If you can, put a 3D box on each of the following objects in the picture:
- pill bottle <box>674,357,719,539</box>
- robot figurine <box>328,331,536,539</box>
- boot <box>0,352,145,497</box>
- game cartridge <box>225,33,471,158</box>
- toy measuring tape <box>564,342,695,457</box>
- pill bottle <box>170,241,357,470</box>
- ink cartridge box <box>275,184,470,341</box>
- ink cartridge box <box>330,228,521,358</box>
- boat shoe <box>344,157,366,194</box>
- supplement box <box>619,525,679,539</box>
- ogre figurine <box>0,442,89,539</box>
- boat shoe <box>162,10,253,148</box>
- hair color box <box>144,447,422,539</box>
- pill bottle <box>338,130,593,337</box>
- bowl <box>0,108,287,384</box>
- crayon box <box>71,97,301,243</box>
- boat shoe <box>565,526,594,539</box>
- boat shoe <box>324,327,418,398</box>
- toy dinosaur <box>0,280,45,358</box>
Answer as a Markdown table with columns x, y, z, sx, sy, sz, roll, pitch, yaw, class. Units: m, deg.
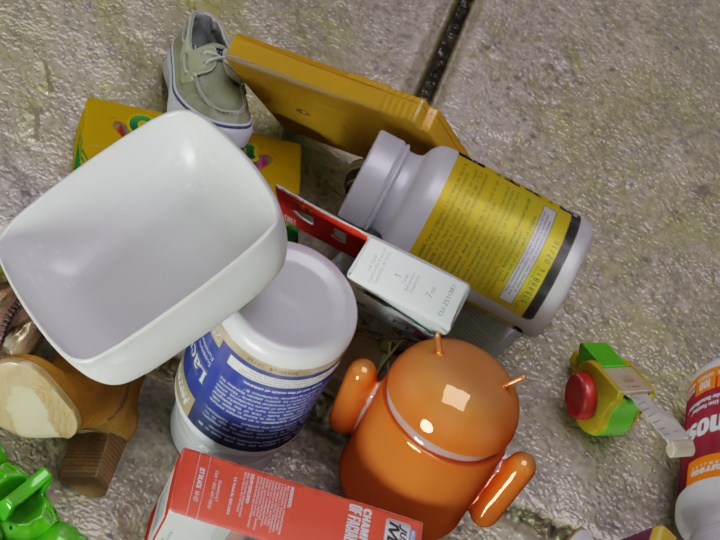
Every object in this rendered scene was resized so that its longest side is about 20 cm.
| x | y | z | sx | sy | sz | roll | pitch | yaw | class |
| --- | --- | --- | --- | --- | --- | --- | --- | --- | --- |
| 0.334 | 0.182 | 1.792 | 0.112 | 0.113 | 0.201 | 20 | 50 | -8 | pill bottle |
| 0.056 | 0.137 | 1.649 | 0.116 | 0.201 | 0.144 | -6 | 47 | -39 | robot figurine |
| -0.224 | 0.071 | 1.601 | 0.070 | 0.202 | 0.145 | 1 | 57 | 17 | boot |
| -0.004 | -0.138 | 1.815 | 0.199 | 0.176 | 0.033 | 19 | 79 | 21 | game cartridge |
| 0.231 | 0.130 | 1.792 | 0.073 | 0.074 | 0.200 | 0 | 27 | -23 | toy measuring tape |
| -0.084 | 0.077 | 1.638 | 0.115 | 0.200 | 0.116 | 11 | 51 | -14 | pill bottle |
| 0.000 | 0.000 | 1.683 | 0.173 | 0.200 | 0.044 | 26 | 84 | 2 | ink cartridge box |
| 0.051 | 0.032 | 1.841 | 0.200 | 0.047 | 0.160 | -40 | 77 | -21 | ink cartridge box |
| 0.070 | -0.031 | 1.810 | 0.199 | 0.072 | 0.072 | 28 | 62 | -2 | boat shoe |
| 0.253 | 0.321 | 1.626 | 0.200 | 0.103 | 0.131 | 44 | 47 | -15 | supplement box |
| -0.281 | 0.201 | 1.535 | 0.200 | 0.098 | 0.120 | 38 | 61 | 22 | ogre figurine |
| -0.139 | -0.173 | 1.836 | 0.071 | 0.062 | 0.200 | 8 | 27 | -23 | boat shoe |
| -0.063 | 0.217 | 1.602 | 0.199 | 0.111 | 0.064 | 17 | 52 | -9 | hair color box |
| 0.086 | -0.036 | 1.728 | 0.199 | 0.112 | 0.112 | 28 | 50 | -2 | pill bottle |
| -0.156 | -0.011 | 1.544 | 0.199 | 0.075 | 0.200 | -37 | 45 | -5 | bowl |
| -0.155 | -0.051 | 1.793 | 0.198 | 0.058 | 0.174 | 12 | 52 | -15 | crayon box |
| 0.150 | 0.288 | 1.666 | 0.069 | 0.071 | 0.200 | 42 | 49 | 10 | boat shoe |
| 0.042 | 0.089 | 1.752 | 0.199 | 0.066 | 0.074 | 18 | 68 | 1 | boat shoe |
| -0.266 | 0.032 | 1.631 | 0.135 | 0.200 | 0.086 | -31 | 97 | 3 | toy dinosaur |
